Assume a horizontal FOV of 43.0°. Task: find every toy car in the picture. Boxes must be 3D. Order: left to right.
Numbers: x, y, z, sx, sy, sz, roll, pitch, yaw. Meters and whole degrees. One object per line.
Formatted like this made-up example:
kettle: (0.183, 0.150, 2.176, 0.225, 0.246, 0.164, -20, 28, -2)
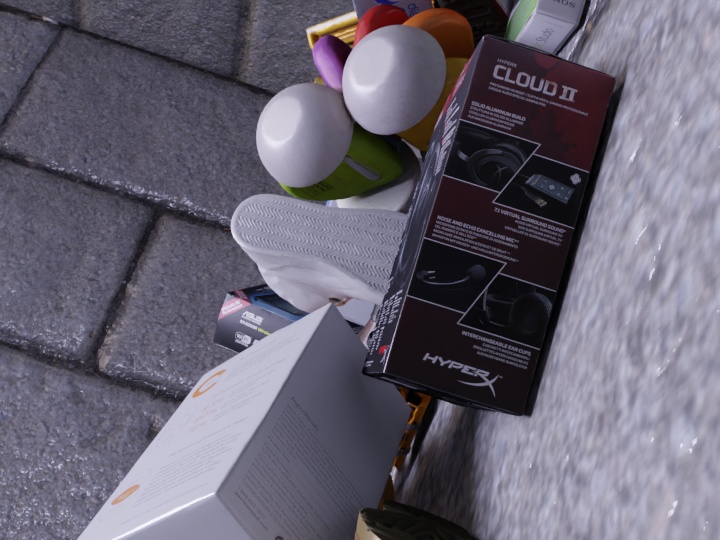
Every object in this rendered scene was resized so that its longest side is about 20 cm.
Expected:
toy car: (0.012, -0.138, 0.748, 0.175, 0.200, 0.150, 24, -136, -55)

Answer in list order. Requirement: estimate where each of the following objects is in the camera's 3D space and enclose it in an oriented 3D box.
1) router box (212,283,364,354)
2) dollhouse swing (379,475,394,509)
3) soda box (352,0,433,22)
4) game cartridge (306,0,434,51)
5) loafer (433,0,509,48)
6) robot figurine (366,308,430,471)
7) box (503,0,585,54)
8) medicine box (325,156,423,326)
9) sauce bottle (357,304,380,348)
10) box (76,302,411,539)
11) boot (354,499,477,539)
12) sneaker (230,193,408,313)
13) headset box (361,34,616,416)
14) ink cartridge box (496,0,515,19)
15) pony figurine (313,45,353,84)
router box: (-0.053, 0.068, 1.050, 0.200, 0.150, 0.062, -16, -54, -69)
dollhouse swing: (-0.027, 0.226, 0.699, 0.182, 0.176, 0.200, 55, -161, -48)
soda box: (0.027, -0.246, 0.811, 0.200, 0.068, 0.064, 63, -165, -63)
game cartridge: (0.062, -0.283, 0.999, 0.200, 0.176, 0.032, -32, -72, -58)
loafer: (0.104, -0.249, 0.836, 0.200, 0.076, 0.068, 60, -155, -68)
robot figurine: (0.030, 0.088, 0.788, 0.200, 0.058, 0.145, -75, 3, -59)
box: (0.156, -0.254, 0.689, 0.144, 0.036, 0.200, 123, 166, -84)
medicine box: (0.022, -0.046, 1.065, 0.200, 0.103, 0.182, -33, -38, -76)
sauce bottle: (0.011, 0.105, 0.936, 0.066, 0.066, 0.200, -82, 5, -77)
box: (-0.063, 0.125, 0.546, 0.124, 0.098, 0.200, -30, 14, 26)
boot: (0.006, 0.213, 0.413, 0.175, 0.066, 0.200, 60, -133, -76)
sneaker: (0.000, 0.000, 0.757, 0.116, 0.200, 0.074, 73, -143, -66)
headset box: (0.068, -0.026, 0.521, 0.149, 0.077, 0.200, 122, 166, -81)
ink cartridge box: (0.127, -0.302, 0.760, 0.200, 0.045, 0.176, -11, -64, -72)
pony figurine: (0.067, -0.226, 1.123, 0.193, 0.200, 0.167, -36, -41, -67)
